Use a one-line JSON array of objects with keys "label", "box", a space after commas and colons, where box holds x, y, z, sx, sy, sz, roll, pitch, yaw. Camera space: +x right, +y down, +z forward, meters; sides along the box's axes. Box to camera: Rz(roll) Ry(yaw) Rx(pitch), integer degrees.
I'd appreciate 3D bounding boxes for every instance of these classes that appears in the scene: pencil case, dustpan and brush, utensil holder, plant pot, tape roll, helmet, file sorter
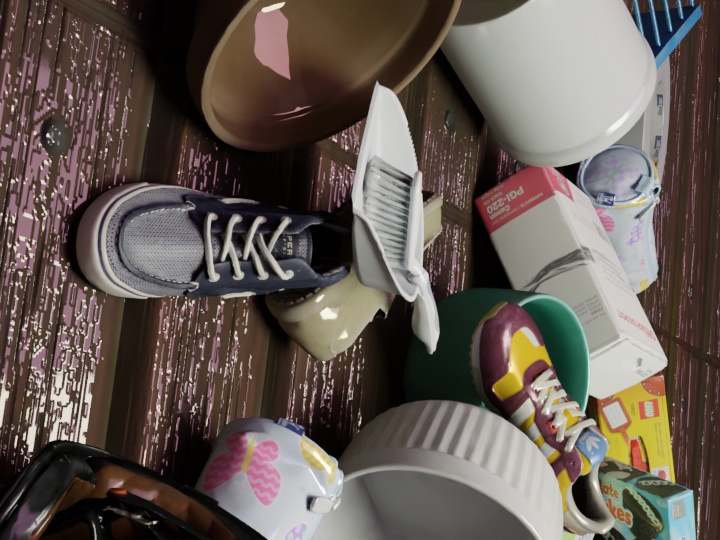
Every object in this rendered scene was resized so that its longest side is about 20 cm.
[{"label": "pencil case", "box": [0.286, -0.052, 1.420, 0.201, 0.090, 0.084, 72, 32, -56]}, {"label": "pencil case", "box": [-0.082, 0.195, 0.816, 0.201, 0.090, 0.083, -67, -174, -32]}, {"label": "dustpan and brush", "box": [0.030, -0.014, 0.916, 0.140, 0.057, 0.201, -79, 171, -46]}, {"label": "utensil holder", "box": [0.156, -0.218, 1.162, 0.200, 0.169, 0.171, 46, 52, -48]}, {"label": "plant pot", "box": [-0.036, -0.180, 0.860, 0.093, 0.201, 0.200, 56, 19, 25]}, {"label": "tape roll", "box": [0.313, -0.169, 1.498, 0.200, 0.066, 0.202, 5, 90, -69]}, {"label": "helmet", "box": [-0.136, 0.202, 0.639, 0.200, 0.199, 0.192, 32, 85, -55]}, {"label": "file sorter", "box": [0.263, -0.290, 1.377, 0.200, 0.138, 0.124, -46, 124, -50]}]

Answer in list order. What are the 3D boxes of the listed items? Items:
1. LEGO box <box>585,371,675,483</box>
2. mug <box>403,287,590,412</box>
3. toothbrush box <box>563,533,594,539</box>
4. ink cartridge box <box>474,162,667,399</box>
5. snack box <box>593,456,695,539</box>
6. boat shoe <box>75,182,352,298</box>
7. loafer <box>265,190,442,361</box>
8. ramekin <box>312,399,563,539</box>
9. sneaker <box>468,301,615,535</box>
[{"label": "LEGO box", "box": [0.294, 0.184, 1.434, 0.149, 0.076, 0.202, -92, 172, -71]}, {"label": "mug", "box": [0.100, 0.102, 1.109, 0.185, 0.114, 0.153, -45, 123, -31]}, {"label": "toothbrush box", "box": [0.156, 0.214, 1.245, 0.146, 0.085, 0.201, -54, 134, -44]}, {"label": "ink cartridge box", "box": [0.205, 0.012, 1.248, 0.145, 0.084, 0.201, 25, 37, -57]}, {"label": "snack box", "box": [0.265, 0.257, 1.333, 0.037, 0.200, 0.117, -14, 104, -27]}, {"label": "boat shoe", "box": [-0.083, -0.019, 0.821, 0.199, 0.092, 0.075, -6, 96, -60]}, {"label": "loafer", "box": [0.000, 0.000, 0.992, 0.200, 0.075, 0.069, -40, 126, -41]}, {"label": "ramekin", "box": [0.061, 0.193, 0.982, 0.105, 0.198, 0.202, -60, 140, -54]}, {"label": "sneaker", "box": [0.152, 0.116, 1.017, 0.075, 0.090, 0.201, -36, 118, -35]}]
